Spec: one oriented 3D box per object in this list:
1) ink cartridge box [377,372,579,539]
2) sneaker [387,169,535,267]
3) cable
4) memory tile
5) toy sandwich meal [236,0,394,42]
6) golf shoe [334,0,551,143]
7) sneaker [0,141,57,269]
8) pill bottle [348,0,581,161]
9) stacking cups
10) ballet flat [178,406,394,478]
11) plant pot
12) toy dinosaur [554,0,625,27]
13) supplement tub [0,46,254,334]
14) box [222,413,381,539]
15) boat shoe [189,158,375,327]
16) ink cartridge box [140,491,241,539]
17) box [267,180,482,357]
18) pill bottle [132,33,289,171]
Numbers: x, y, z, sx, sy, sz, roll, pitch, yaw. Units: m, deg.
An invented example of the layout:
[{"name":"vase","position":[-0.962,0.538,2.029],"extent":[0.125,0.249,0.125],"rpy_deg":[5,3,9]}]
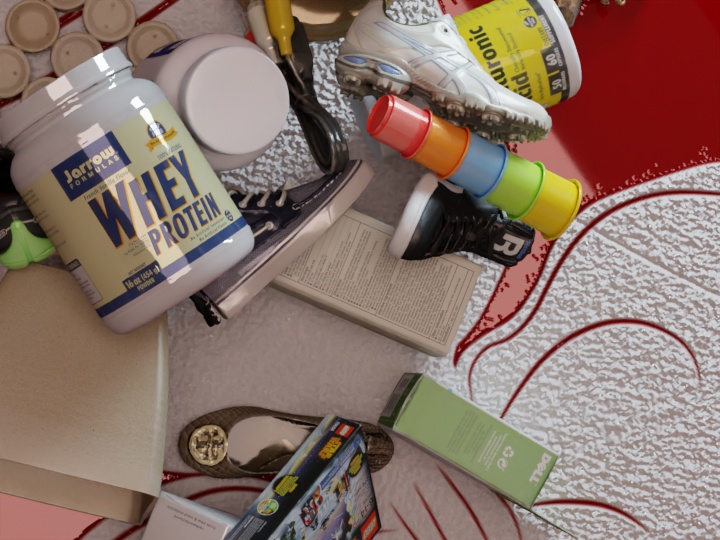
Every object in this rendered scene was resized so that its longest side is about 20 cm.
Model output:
[{"name":"ink cartridge box","position":[0.119,0.167,1.743],"extent":[0.199,0.104,0.059],"rpy_deg":[31,84,-5]},{"name":"sneaker","position":[0.099,-0.039,1.694],"extent":[0.112,0.200,0.073],"rpy_deg":[28,113,6]},{"name":"cable","position":[-0.065,-0.160,1.682],"extent":[0.050,0.097,0.201],"rpy_deg":[-2,61,-26]},{"name":"memory tile","position":[-0.273,-0.173,1.748],"extent":[0.153,0.017,0.200],"rpy_deg":[34,84,-5]},{"name":"toy sandwich meal","position":[-0.047,-0.312,1.765],"extent":[0.204,0.070,0.206],"rpy_deg":[-1,93,-11]},{"name":"golf shoe","position":[0.080,-0.177,1.660],"extent":[0.199,0.078,0.098],"rpy_deg":[20,76,-4]},{"name":"sneaker","position":[-0.302,-0.080,1.644],"extent":[0.076,0.200,0.084],"rpy_deg":[-22,125,-11]},{"name":"pill bottle","position":[0.093,-0.175,1.752],"extent":[0.199,0.111,0.112],"rpy_deg":[-24,91,-8]},{"name":"stacking cups","position":[0.095,-0.091,1.655],"extent":[0.199,0.060,0.061],"rpy_deg":[24,84,-20]},{"name":"ballet flat","position":[-0.067,0.161,1.746],"extent":[0.199,0.046,0.068],"rpy_deg":[4,86,-8]},{"name":"plant pot","position":[-0.260,0.102,1.658],"extent":[0.199,0.200,0.178],"rpy_deg":[14,73,-7]},{"name":"toy dinosaur","position":[0.250,-0.319,1.807],"extent":[0.106,0.060,0.201],"rpy_deg":[25,84,-5]},{"name":"supplement tub","position":[-0.194,-0.065,1.552],"extent":[0.145,0.145,0.200],"rpy_deg":[-34,95,-8]},{"name":"box","position":[-0.057,0.242,1.665],"extent":[0.040,0.137,0.200],"rpy_deg":[18,48,29]},{"name":"boat shoe","position":[-0.085,-0.049,1.659],"extent":[0.200,0.075,0.093],"rpy_deg":[-43,98,-8]},{"name":"ink cartridge box","position":[-0.150,0.311,1.670],"extent":[0.085,0.146,0.201],"rpy_deg":[21,85,29]},{"name":"box","position":[0.000,0.000,1.747],"extent":[0.199,0.078,0.095],"rpy_deg":[25,84,-6]},{"name":"pill bottle","position":[-0.131,-0.146,1.666],"extent":[0.119,0.200,0.120],"rpy_deg":[-1,94,-17]}]
